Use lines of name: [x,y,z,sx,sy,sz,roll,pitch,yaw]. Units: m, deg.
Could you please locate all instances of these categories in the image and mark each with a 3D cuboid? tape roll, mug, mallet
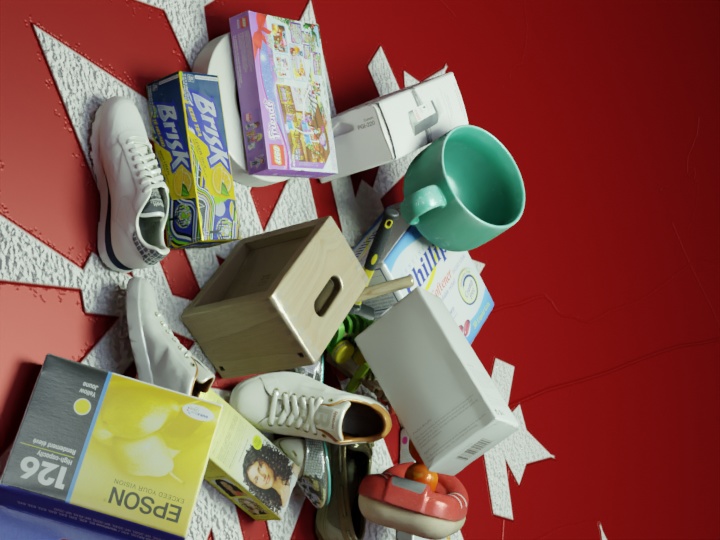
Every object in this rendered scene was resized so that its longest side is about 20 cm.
tape roll: [-0.136,-0.210,1.597,0.201,0.037,0.207,16,69,-47]
mug: [0.119,-0.108,1.671,0.183,0.114,0.154,19,57,-32]
mallet: [0.000,0.000,1.610,0.041,0.065,0.202,-91,-169,-52]

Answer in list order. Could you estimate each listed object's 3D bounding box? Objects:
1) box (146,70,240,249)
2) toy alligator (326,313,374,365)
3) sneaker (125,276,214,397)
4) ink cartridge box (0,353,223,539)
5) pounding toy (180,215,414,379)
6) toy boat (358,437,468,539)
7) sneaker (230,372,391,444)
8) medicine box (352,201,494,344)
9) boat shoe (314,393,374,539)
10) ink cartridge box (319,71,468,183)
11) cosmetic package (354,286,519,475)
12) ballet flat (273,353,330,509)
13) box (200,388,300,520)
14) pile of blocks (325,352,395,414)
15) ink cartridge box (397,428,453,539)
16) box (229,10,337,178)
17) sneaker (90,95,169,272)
box: [-0.199,-0.131,1.478,0.070,0.064,0.204,-4,83,-51]
toy alligator: [0.000,0.083,1.602,0.198,0.055,0.059,8,31,-50]
sneaker: [-0.207,0.099,1.370,0.073,0.083,0.203,83,-7,-77]
ink cartridge box: [-0.258,0.206,1.255,0.194,0.047,0.203,17,60,-7]
pounding toy: [-0.072,0.034,1.498,0.143,0.182,0.201,58,43,-23]
toy boat: [0.077,0.261,1.568,0.200,0.128,0.133,35,70,-76]
sneaker: [-0.057,0.164,1.479,0.196,0.085,0.074,8,88,-6]
medicine box: [0.077,0.030,1.747,0.202,0.102,0.183,61,42,-21]
boat shoe: [-0.009,0.258,1.614,0.073,0.062,0.204,36,55,-40]
ink cartridge box: [0.037,-0.200,1.720,0.199,0.144,0.086,-28,100,-50]
cosmetic package: [0.091,0.135,1.511,0.081,0.112,0.202,26,31,-58]
ballet flat: [-0.079,0.198,1.555,0.071,0.071,0.204,9,74,-49]
box: [-0.156,0.213,1.457,0.200,0.050,0.076,46,49,-33]
pile of blocks: [0.032,0.159,1.650,0.198,0.063,0.082,27,20,-15]
ink cartridge box: [0.095,0.289,1.758,0.094,0.037,0.204,20,68,-46]
box: [-0.097,-0.222,1.587,0.136,0.039,0.204,-1,82,-51]
sneaker: [-0.252,-0.102,1.395,0.076,0.080,0.204,0,80,-49]
